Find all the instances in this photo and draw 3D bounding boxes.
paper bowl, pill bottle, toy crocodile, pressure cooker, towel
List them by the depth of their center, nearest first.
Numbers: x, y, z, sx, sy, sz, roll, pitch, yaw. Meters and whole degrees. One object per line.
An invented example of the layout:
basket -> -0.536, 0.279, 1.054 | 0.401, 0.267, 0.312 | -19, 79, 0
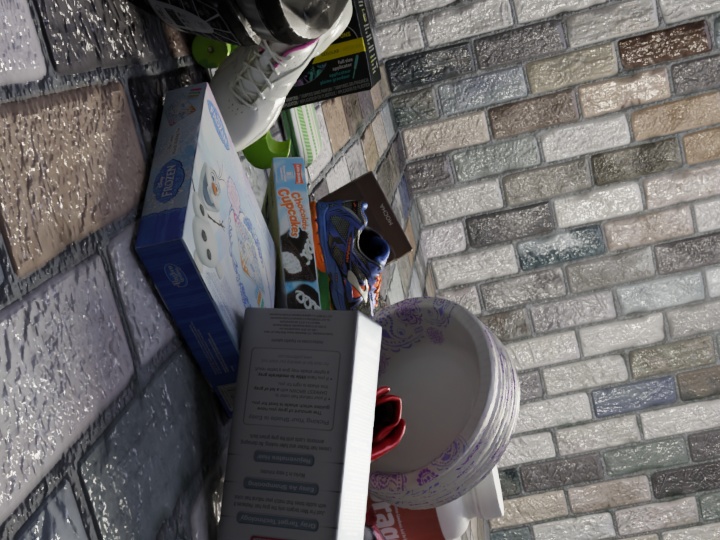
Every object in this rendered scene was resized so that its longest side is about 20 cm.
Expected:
pressure cooker -> -0.112, -0.280, 0.828 | 0.179, 0.197, 0.179 | -41, 142, -56
paper bowl -> 0.066, 0.137, 1.031 | 0.104, 0.199, 0.203 | 41, 33, -44
toy crocodile -> -0.123, -0.197, 1.033 | 0.068, 0.061, 0.203 | -80, 156, -68
pill bottle -> 0.051, 0.240, 1.117 | 0.112, 0.197, 0.114 | -13, 90, -81
towel -> -0.088, -0.225, 1.434 | 0.200, 0.023, 0.155 | -76, 153, -74

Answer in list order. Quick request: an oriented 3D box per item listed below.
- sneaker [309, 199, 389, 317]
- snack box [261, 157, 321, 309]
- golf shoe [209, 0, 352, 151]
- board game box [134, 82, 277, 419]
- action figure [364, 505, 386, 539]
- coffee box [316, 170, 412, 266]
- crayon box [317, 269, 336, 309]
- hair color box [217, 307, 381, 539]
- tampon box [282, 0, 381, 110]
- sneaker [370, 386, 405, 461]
sneaker -> 0.000, 0.000, 1.138 | 0.201, 0.077, 0.076 | 63, 18, -45
snack box -> -0.072, 0.002, 1.043 | 0.117, 0.036, 0.203 | 115, -29, -61
golf shoe -> -0.084, -0.193, 0.937 | 0.075, 0.201, 0.092 | 36, 0, -1
board game box -> -0.121, -0.017, 0.868 | 0.201, 0.043, 0.202 | -90, 166, -47
action figure -> 0.016, 0.331, 0.999 | 0.134, 0.146, 0.204 | 8, 84, -74
coffee box -> -0.002, -0.056, 1.356 | 0.114, 0.079, 0.200 | 62, -4, -2
crayon box -> -0.044, 0.081, 1.183 | 0.119, 0.057, 0.202 | 65, 16, -53
hair color box -> -0.046, 0.134, 0.797 | 0.061, 0.097, 0.204 | 37, 57, -65
tampon box -> -0.070, -0.304, 1.228 | 0.126, 0.147, 0.203 | -71, 147, -75
sneaker -> 0.000, 0.133, 0.911 | 0.079, 0.114, 0.200 | 61, 23, -13
